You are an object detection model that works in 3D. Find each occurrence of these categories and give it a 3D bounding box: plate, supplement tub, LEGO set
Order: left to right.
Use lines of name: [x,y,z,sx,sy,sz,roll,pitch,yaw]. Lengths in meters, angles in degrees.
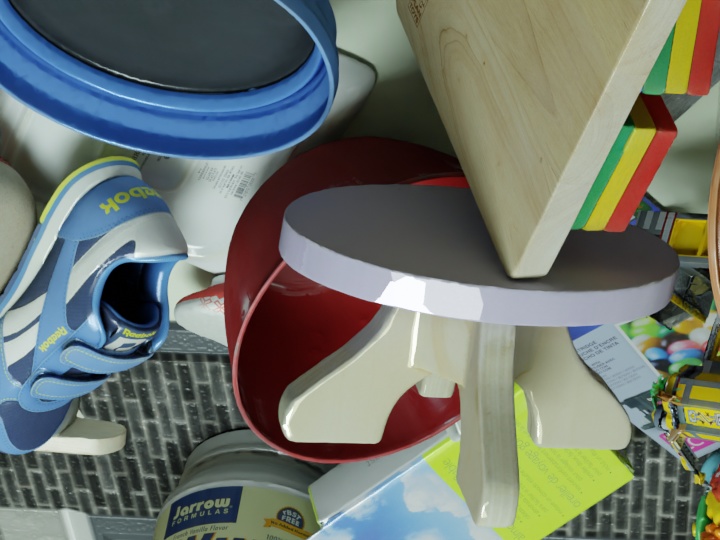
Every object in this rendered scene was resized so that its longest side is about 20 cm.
plate: [-0.119,-0.078,1.175,0.200,0.032,0.200,21,136,-14]
supplement tub: [-0.075,0.222,1.367,0.145,0.200,0.145,4,138,4]
LEGO set: [0.209,0.050,1.135,0.116,0.154,0.200,5,170,44]

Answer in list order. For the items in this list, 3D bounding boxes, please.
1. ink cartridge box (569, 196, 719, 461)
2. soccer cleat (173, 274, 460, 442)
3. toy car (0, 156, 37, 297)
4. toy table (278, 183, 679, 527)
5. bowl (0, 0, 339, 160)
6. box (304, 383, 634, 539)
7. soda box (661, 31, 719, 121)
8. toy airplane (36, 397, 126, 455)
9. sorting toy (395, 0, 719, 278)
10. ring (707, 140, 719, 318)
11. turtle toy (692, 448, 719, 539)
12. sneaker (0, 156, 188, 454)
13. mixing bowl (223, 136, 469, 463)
ink cartridge box: [0.182,0.037,1.247,0.119,0.042,0.200,-31,123,34]
soccer cleat: [-0.018,0.055,1.254,0.200,0.085,0.069,10,162,-5]
toy car: [-0.307,-0.039,1.173,0.200,0.177,0.185,37,147,29]
toy table: [0.053,0.033,1.030,0.200,0.184,0.117,8,113,-2]
bowl: [-0.107,-0.124,1.036,0.200,0.039,0.201,9,153,5]
box: [0.063,0.143,1.325,0.200,0.048,0.122,-36,125,11]
soda box: [0.162,-0.135,1.045,0.071,0.063,0.200,27,134,-19]
toy airplane: [-0.278,0.086,1.288,0.200,0.141,0.199,11,174,-42]
sorting toy: [0.103,-0.135,0.963,0.069,0.200,0.199,0,137,-23]
ring: [0.243,-0.038,1.051,0.019,0.201,0.200,13,149,44]
turtle toy: [0.281,0.143,1.273,0.101,0.146,0.200,40,129,-20]
sneaker: [-0.162,0.035,1.170,0.082,0.074,0.200,41,119,27]
mixing bowl: [0.000,0.000,1.158,0.200,0.108,0.200,-17,133,-19]
